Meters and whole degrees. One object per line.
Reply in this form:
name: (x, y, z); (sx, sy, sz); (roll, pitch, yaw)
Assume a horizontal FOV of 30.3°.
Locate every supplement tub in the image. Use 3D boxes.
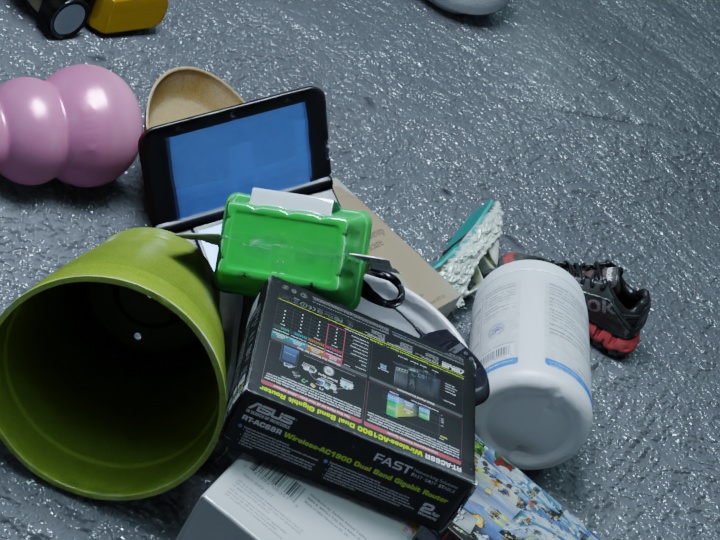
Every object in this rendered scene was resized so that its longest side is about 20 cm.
supplement tub: (0.177, 0.097, 1.400); (0.131, 0.133, 0.201); (24, 36, -9)

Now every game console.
game console: (-0.103, -0.062, 1.319); (0.198, 0.119, 0.174); (-17, 67, -18)

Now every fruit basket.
fruit basket: (-0.056, -0.022, 1.192); (0.183, 0.095, 0.200); (9, 4, 7)

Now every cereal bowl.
cereal bowl: (0.149, -0.471, 2.115); (0.198, 0.084, 0.201); (20, 36, -16)

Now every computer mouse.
computer mouse: (0.048, 0.061, 1.259); (0.058, 0.034, 0.200); (-26, 56, -27)

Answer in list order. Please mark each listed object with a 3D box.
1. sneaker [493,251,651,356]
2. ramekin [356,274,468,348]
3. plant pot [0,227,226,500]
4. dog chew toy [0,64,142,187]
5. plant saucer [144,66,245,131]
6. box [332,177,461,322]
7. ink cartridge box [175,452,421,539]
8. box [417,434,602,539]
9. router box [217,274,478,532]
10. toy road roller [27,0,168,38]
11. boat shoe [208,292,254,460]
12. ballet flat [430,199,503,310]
sneaker: (0.259, 0.019, 1.585); (0.199, 0.098, 0.071); (27, 37, -3)
ramekin: (0.004, 0.107, 1.282); (0.198, 0.106, 0.201); (19, 36, -15)
plant pot: (-0.198, 0.057, 1.140); (0.199, 0.202, 0.193); (25, 24, -7)
dog chew toy: (-0.323, -0.142, 1.339); (0.198, 0.125, 0.125); (-10, 50, -33)
plant saucer: (-0.168, -0.120, 1.439); (0.199, 0.035, 0.202); (31, 47, -41)
box: (0.000, 0.000, 1.433); (0.200, 0.078, 0.095); (43, 37, 16)
ink cartridge box: (-0.046, 0.217, 1.075); (0.147, 0.145, 0.200); (36, 35, 9)
box: (0.136, 0.249, 1.262); (0.199, 0.040, 0.137); (40, 35, 12)
router box: (-0.005, 0.104, 1.062); (0.198, 0.062, 0.151); (23, 33, -10)
toy road roller: (-0.319, -0.375, 1.598); (0.199, 0.147, 0.123); (-16, 55, -46)
boat shoe: (-0.117, 0.090, 1.236); (0.060, 0.072, 0.203); (31, 45, -29)
ballet flat: (0.126, -0.012, 1.562); (0.071, 0.072, 0.200); (35, 40, 7)
